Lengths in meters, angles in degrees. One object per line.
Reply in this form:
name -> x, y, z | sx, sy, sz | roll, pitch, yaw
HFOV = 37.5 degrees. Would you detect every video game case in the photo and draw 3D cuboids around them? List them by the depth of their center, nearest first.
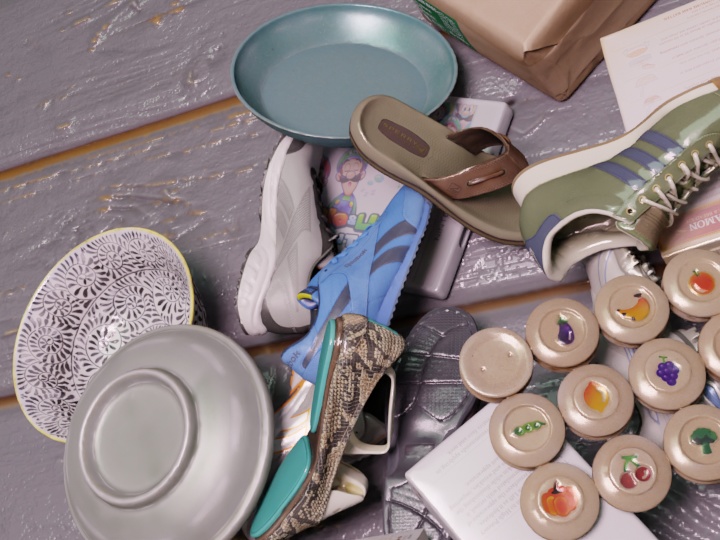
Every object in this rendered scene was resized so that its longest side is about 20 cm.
video game case -> 0.018, -0.077, 0.950 | 0.200, 0.024, 0.182 | 12, 74, 33

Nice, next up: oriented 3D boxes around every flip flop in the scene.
flip flop -> 0.087, -0.086, 0.838 | 0.200, 0.058, 0.081 | 29, 57, -4

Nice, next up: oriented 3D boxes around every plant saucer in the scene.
plant saucer -> -0.164, 0.134, 0.828 | 0.200, 0.050, 0.200 | -9, 68, 24
plant saucer -> -0.014, -0.168, 0.940 | 0.200, 0.036, 0.200 | 0, 47, 0

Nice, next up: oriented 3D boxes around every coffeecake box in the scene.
coffeecake box -> 0.280, -0.105, 0.784 | 0.153, 0.073, 0.200 | -19, 60, 21

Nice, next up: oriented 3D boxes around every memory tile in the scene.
memory tile -> 0.177, 0.077, 0.693 | 0.200, 0.017, 0.153 | -21, 65, -1

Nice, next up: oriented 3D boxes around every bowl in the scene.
bowl -> -0.209, 0.071, 0.966 | 0.201, 0.094, 0.201 | -12, 62, 24

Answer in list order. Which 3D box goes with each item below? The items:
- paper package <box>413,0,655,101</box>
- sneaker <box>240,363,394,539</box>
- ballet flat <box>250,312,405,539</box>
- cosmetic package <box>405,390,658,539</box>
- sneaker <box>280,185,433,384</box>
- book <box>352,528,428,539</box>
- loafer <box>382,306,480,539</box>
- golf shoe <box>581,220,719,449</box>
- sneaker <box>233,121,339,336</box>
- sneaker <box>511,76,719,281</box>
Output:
paper package -> 0.151, -0.274, 0.917 | 0.191, 0.103, 0.200 | -48, 55, 2
sneaker -> -0.027, 0.137, 0.848 | 0.092, 0.076, 0.200 | 18, 79, 30
ballet flat -> -0.017, 0.127, 0.776 | 0.068, 0.075, 0.200 | -103, 33, -69
cosmetic package -> 0.131, 0.185, 0.702 | 0.102, 0.074, 0.200 | -38, 68, -7
sneaker -> 0.000, 0.000, 0.842 | 0.078, 0.066, 0.200 | 22, 65, 3
book -> -0.031, 0.268, 0.766 | 0.200, 0.048, 0.134 | -14, 95, 22
loafer -> 0.056, 0.128, 0.814 | 0.072, 0.063, 0.200 | 3, 66, 17
golf shoe -> 0.188, 0.044, 0.770 | 0.097, 0.078, 0.200 | -38, 54, 17
sneaker -> -0.051, -0.035, 0.920 | 0.079, 0.074, 0.200 | 5, 70, 10
sneaker -> 0.198, -0.053, 0.718 | 0.200, 0.067, 0.090 | -23, 50, 29
